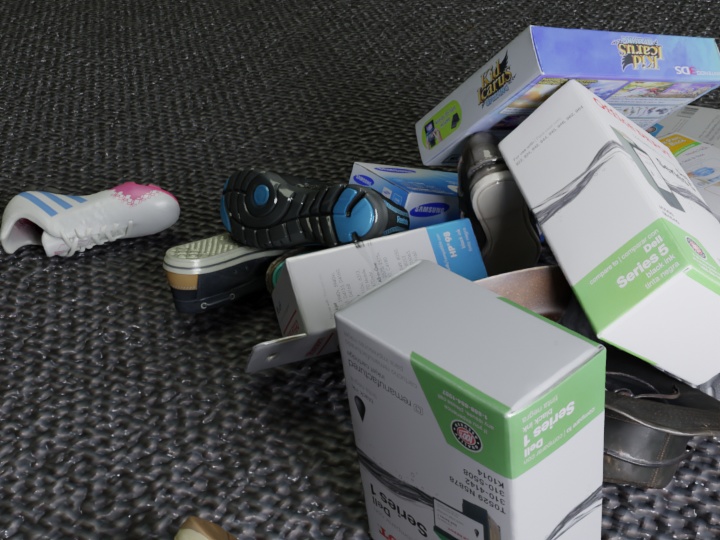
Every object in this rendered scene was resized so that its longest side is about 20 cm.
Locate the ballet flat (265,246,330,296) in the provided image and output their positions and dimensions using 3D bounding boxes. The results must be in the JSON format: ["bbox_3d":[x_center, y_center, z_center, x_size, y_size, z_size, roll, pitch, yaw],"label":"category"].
[{"bbox_3d":[0.000,0.000,0.953,0.200,0.068,0.075,-9,9,-17],"label":"ballet flat"}]

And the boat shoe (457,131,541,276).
[{"bbox_3d":[0.122,-0.049,0.873,0.067,0.200,0.057,-14,60,2],"label":"boat shoe"}]

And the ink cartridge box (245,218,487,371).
[{"bbox_3d":[-0.005,0.023,0.828,0.200,0.067,0.116,-13,-13,-14],"label":"ink cartridge box"}]

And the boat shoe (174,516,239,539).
[{"bbox_3d":[-0.049,0.228,0.575,0.200,0.071,0.065,32,81,34],"label":"boat shoe"}]

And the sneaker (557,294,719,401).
[{"bbox_3d":[0.237,0.048,0.835,0.200,0.075,0.082,25,32,25],"label":"sneaker"}]

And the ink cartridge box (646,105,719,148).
[{"bbox_3d":[0.403,-0.128,1.093,0.200,0.067,0.116,16,36,31],"label":"ink cartridge box"}]

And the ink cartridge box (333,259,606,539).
[{"bbox_3d":[0.070,0.115,0.608,0.084,0.200,0.146,-30,38,-30],"label":"ink cartridge box"}]

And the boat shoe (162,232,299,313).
[{"bbox_3d":[-0.109,-0.003,0.964,0.075,0.062,0.200,15,21,37],"label":"boat shoe"}]

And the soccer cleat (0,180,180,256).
[{"bbox_3d":[-0.297,-0.047,1.068,0.200,0.070,0.086,-1,47,10],"label":"soccer cleat"}]

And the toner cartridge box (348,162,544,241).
[{"bbox_3d":[0.093,-0.068,0.990,0.200,0.043,0.095,1,21,-38],"label":"toner cartridge box"}]

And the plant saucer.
[{"bbox_3d":[0.081,0.047,0.780,0.200,0.200,0.035,-13,76,-13],"label":"plant saucer"}]

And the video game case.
[{"bbox_3d":[0.177,-0.145,0.848,0.200,0.046,0.181,-4,-14,-29],"label":"video game case"}]

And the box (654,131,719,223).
[{"bbox_3d":[0.324,-0.039,0.911,0.101,0.113,0.200,-21,34,-22],"label":"box"}]

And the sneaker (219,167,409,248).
[{"bbox_3d":[-0.047,-0.050,0.911,0.200,0.073,0.082,13,5,36],"label":"sneaker"}]

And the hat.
[{"bbox_3d":[0.176,0.111,0.700,0.200,0.081,0.201,12,9,-2],"label":"hat"}]

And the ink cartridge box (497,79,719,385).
[{"bbox_3d":[0.207,-0.030,0.738,0.145,0.084,0.200,23,36,-40],"label":"ink cartridge box"}]
